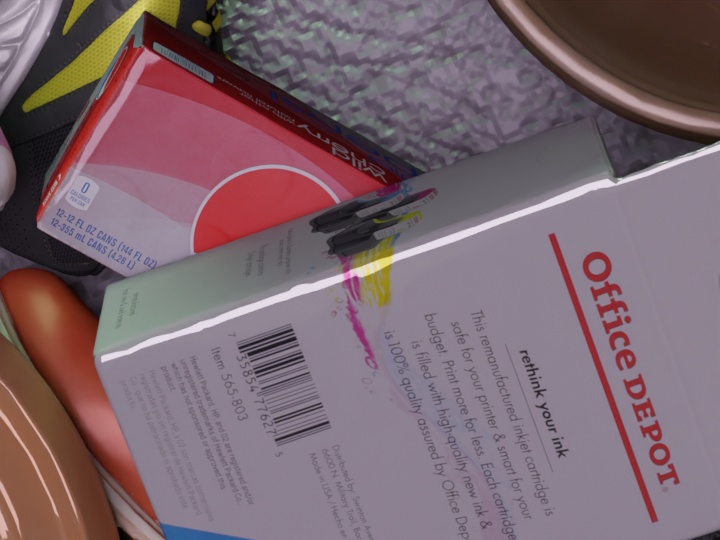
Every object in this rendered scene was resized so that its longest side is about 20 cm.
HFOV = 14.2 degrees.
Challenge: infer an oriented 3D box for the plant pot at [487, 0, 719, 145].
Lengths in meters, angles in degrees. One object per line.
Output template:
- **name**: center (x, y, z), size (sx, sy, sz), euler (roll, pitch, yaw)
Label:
- **plant pot**: center (0.122, -0.131, 0.889), size (0.201, 0.093, 0.201), euler (0, 83, 3)

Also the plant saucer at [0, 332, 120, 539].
- **plant saucer**: center (-0.167, 0.095, 0.958), size (0.200, 0.032, 0.201), euler (11, 112, 29)

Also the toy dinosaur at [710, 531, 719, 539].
- **toy dinosaur**: center (0.076, 0.116, 0.886), size (0.200, 0.102, 0.077), euler (-12, 103, 26)

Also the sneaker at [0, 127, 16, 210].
- **sneaker**: center (-0.193, -0.031, 0.922), size (0.200, 0.088, 0.081), euler (0, 118, 45)

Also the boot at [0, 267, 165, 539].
- **boot**: center (-0.043, 0.059, 0.960), size (0.107, 0.075, 0.200), euler (-42, 82, -5)

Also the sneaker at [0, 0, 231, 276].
- **sneaker**: center (-0.071, -0.088, 0.956), size (0.085, 0.074, 0.200), euler (33, 107, 2)

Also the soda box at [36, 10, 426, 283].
- **soda box**: center (0.000, 0.000, 0.913), size (0.200, 0.063, 0.070), euler (29, 101, -10)

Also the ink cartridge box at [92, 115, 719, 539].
- **ink cartridge box**: center (0.035, 0.032, 0.854), size (0.200, 0.068, 0.115), euler (-19, 107, 6)
